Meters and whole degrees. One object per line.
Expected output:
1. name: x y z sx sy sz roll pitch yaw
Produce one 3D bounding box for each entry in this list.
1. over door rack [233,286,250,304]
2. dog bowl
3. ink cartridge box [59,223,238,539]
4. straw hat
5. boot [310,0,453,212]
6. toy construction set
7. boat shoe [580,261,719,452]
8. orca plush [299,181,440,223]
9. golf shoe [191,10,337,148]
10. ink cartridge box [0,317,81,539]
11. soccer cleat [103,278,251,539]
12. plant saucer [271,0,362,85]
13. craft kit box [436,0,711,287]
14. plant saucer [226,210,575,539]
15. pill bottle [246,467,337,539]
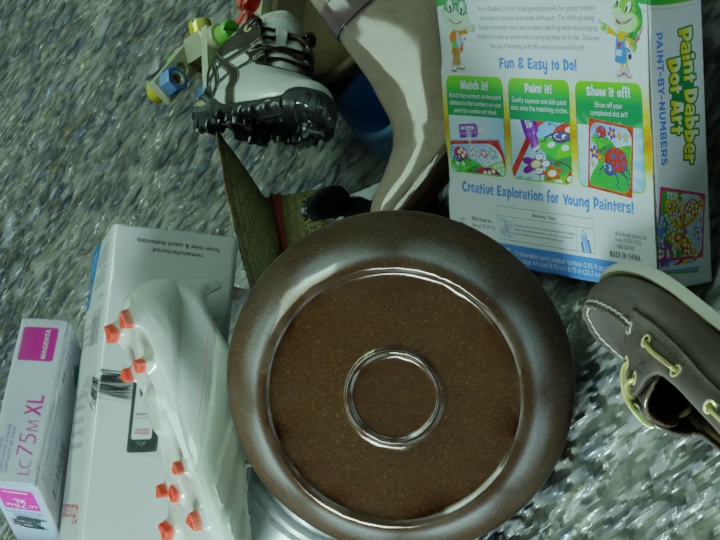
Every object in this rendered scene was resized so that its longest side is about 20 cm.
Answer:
1. over door rack: -0.127 0.081 1.402 0.200 0.066 0.149 179 106 -71
2. dog bowl: 0.025 -0.144 1.348 0.112 0.049 0.200 -55 32 15
3. ink cartridge box: -0.137 0.081 1.225 0.146 0.084 0.201 156 120 -75
4. straw hat: -0.034 -0.006 1.293 0.085 0.202 0.202 -13 44 0
5. boot: 0.026 -0.136 1.226 0.200 0.146 0.070 -48 -8 -16
6. toy construction set: -0.085 -0.198 1.474 0.092 0.131 0.201 -10 61 53
7. boat shoe: 0.166 0.054 0.960 0.059 0.072 0.200 -41 35 -9
8. orca plush: 0.000 0.000 1.207 0.071 0.200 0.106 -6 106 45
9. golf shoe: -0.064 -0.134 1.292 0.200 0.077 0.095 13 87 67
10. ink cartridge box: -0.211 0.130 1.317 0.200 0.042 0.120 82 -166 -61
11. soccer cleat: -0.087 0.099 1.125 0.069 0.077 0.201 -26 80 61
12. plant saucer: 0.003 -0.218 1.359 0.200 0.029 0.201 -35 42 39
13. craft kit box: 0.116 -0.097 1.091 0.200 0.048 0.199 13 112 57
14. plant saucer: 0.020 0.067 1.070 0.201 0.200 0.032 -57 0 13
15. pill bottle: 0.005 0.087 1.154 0.200 0.110 0.111 -54 32 17
